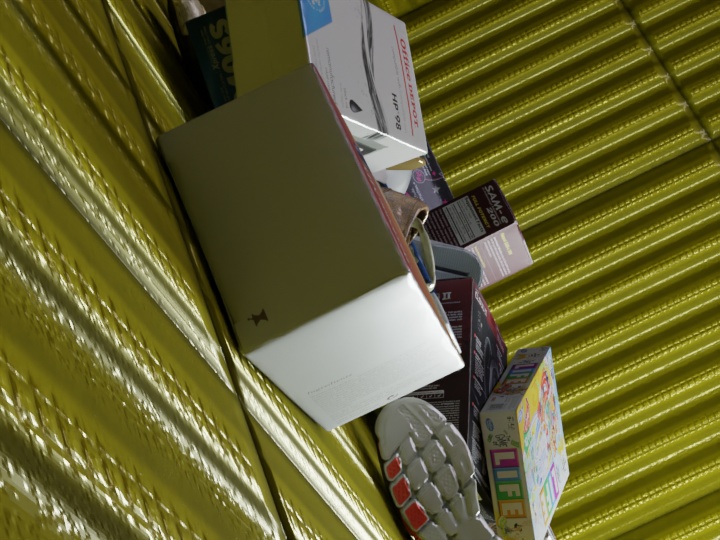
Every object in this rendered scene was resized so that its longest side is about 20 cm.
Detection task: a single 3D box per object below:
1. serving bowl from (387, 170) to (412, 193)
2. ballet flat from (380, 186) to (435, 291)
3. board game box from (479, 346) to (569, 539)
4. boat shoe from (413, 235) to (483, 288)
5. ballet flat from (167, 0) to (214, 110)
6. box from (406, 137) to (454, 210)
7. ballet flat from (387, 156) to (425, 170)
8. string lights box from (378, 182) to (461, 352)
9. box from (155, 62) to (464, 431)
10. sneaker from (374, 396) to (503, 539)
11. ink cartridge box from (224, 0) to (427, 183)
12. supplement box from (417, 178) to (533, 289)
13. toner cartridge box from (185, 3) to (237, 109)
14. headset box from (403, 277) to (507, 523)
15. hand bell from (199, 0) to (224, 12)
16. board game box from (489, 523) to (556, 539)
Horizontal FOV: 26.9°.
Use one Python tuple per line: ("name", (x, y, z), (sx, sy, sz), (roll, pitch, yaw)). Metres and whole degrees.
("serving bowl", (-0.016, -0.139, 1.451), (0.200, 0.066, 0.200), (22, 56, -38))
("ballet flat", (0.025, 0.019, 1.190), (0.068, 0.067, 0.200), (108, -9, -60))
("board game box", (0.154, 0.162, 1.391), (0.200, 0.034, 0.135), (-42, 124, -69))
("boat shoe", (0.016, -0.010, 1.422), (0.200, 0.074, 0.067), (21, -13, -21))
("ballet flat", (-0.103, -0.153, 1.216), (0.200, 0.057, 0.067), (61, 9, -45))
("box", (0.001, -0.109, 1.670), (0.200, 0.115, 0.132), (66, -28, 9))
("ballet flat", (-0.037, -0.130, 1.360), (0.200, 0.063, 0.069), (32, 1, 1))
("string lights box", (0.000, 0.000, 1.283), (0.059, 0.103, 0.200), (63, 3, -56))
("box", (-0.025, -0.007, 0.941), (0.200, 0.106, 0.152), (56, 9, -68))
("sneaker", (0.056, 0.194, 1.215), (0.082, 0.077, 0.200), (-2, -65, 64))
("ink cartridge box", (-0.013, -0.145, 1.142), (0.200, 0.067, 0.116), (15, 61, -57))
("supplement box", (0.069, -0.006, 1.547), (0.061, 0.200, 0.109), (66, 4, 28))
("toner cartridge box", (-0.066, -0.105, 1.155), (0.095, 0.043, 0.200), (-28, 100, -67))
("headset box", (0.083, 0.112, 1.365), (0.149, 0.077, 0.200), (58, 30, -57))
("hand bell", (-0.062, -0.173, 1.252), (0.200, 0.104, 0.104), (52, -2, 24))
("board game box", (0.138, 0.255, 1.551), (0.160, 0.097, 0.200), (61, 5, -45))
